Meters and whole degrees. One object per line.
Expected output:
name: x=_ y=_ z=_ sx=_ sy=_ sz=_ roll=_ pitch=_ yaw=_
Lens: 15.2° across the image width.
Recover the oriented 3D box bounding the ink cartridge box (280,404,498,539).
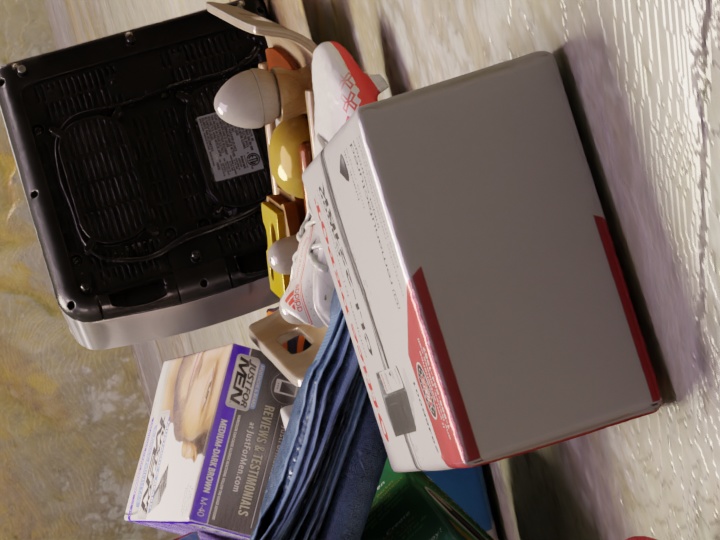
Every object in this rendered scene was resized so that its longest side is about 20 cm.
ink cartridge box: x=0.030 y=0.176 z=1.506 sx=0.145 sy=0.084 sz=0.200 roll=-131 pitch=25 yaw=-68

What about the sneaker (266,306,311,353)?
sneaker: x=-0.019 y=0.085 z=1.715 sx=0.200 sy=0.078 sz=0.112 roll=105 pitch=153 yaw=-54

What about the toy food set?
toy food set: x=-0.053 y=-0.047 z=1.504 sx=0.144 sy=0.060 sz=0.200 roll=-144 pitch=47 yaw=-73

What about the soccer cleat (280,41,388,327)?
soccer cleat: x=-0.005 y=-0.014 z=1.361 sx=0.069 sy=0.085 sz=0.200 roll=-140 pitch=33 yaw=-74

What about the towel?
towel: x=-0.003 y=0.050 z=1.254 sx=0.112 sy=0.049 sz=0.200 roll=124 pitch=163 yaw=-87

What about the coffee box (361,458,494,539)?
coffee box: x=0.053 y=0.154 z=1.297 sx=0.123 sy=0.044 sz=0.200 roll=43 pitch=-179 yaw=-20

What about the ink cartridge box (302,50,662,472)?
ink cartridge box: x=0.043 y=0.003 z=1.102 sx=0.200 sy=0.084 sz=0.144 roll=144 pitch=109 yaw=-82

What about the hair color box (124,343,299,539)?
hair color box: x=-0.086 y=0.108 z=1.645 sx=0.200 sy=0.065 sz=0.109 roll=164 pitch=121 yaw=-72

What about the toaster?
toaster: x=-0.116 y=-0.051 z=1.683 sx=0.119 sy=0.181 sz=0.200 roll=97 pitch=155 yaw=-76

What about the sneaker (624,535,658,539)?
sneaker: x=0.111 y=0.145 z=1.032 sx=0.200 sy=0.078 sz=0.090 roll=166 pitch=95 yaw=-75

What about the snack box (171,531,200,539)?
snack box: x=-0.097 y=0.260 z=1.678 sx=0.200 sy=0.068 sz=0.169 roll=95 pitch=153 yaw=-78
